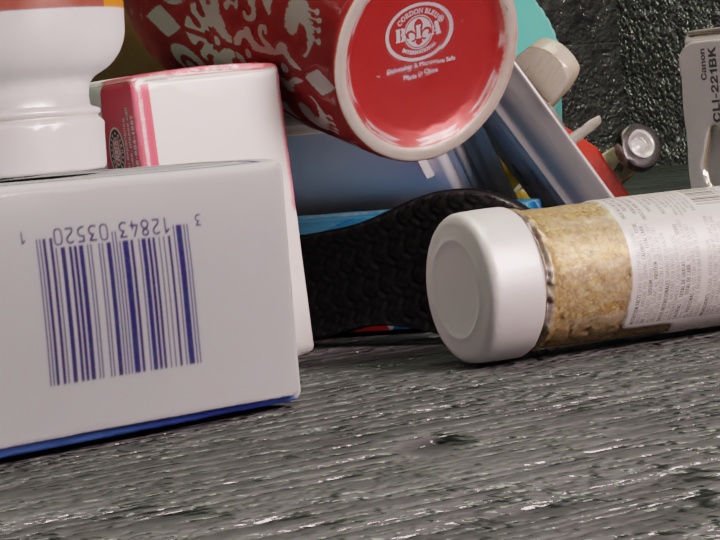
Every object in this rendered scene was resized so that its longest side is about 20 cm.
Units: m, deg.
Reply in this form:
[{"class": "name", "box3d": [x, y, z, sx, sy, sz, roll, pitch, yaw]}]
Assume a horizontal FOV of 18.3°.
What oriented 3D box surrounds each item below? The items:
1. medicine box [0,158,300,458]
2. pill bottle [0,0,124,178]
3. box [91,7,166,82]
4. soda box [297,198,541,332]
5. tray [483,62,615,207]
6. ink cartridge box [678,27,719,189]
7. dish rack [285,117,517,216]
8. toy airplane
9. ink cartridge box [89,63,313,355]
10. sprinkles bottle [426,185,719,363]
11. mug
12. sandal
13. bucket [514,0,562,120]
[{"class": "medicine box", "box3d": [-0.156, 0.014, 0.931, 0.181, 0.104, 0.199, -8, 4, -42]}, {"class": "pill bottle", "box3d": [-0.156, -0.139, 0.932, 0.111, 0.202, 0.112, -5, 4, 0]}, {"class": "box", "box3d": [-0.120, -0.138, 1.334, 0.163, 0.201, 0.021, 35, 16, 7]}, {"class": "soda box", "box3d": [0.000, 0.000, 1.234, 0.198, 0.065, 0.068, -4, 4, 21]}, {"class": "tray", "box3d": [0.101, -0.059, 1.244, 0.022, 0.201, 0.107, -38, 9, -6]}, {"class": "ink cartridge box", "box3d": [0.280, -0.068, 1.240, 0.199, 0.146, 0.083, -8, 5, -35]}, {"class": "dish rack", "box3d": [0.003, -0.036, 1.301, 0.170, 0.044, 0.200, -3, -36, 22]}, {"class": "toy airplane", "box3d": [0.075, -0.069, 1.402, 0.198, 0.201, 0.142, 10, 54, 34]}, {"class": "ink cartridge box", "box3d": [-0.108, -0.026, 1.140, 0.084, 0.147, 0.200, -10, 6, -28]}, {"class": "sprinkles bottle", "box3d": [0.131, -0.002, 1.040, 0.198, 0.069, 0.068, -7, 4, -25]}, {"class": "mug", "box3d": [-0.005, -0.151, 1.137, 0.178, 0.134, 0.200, -45, 37, -10]}, {"class": "sandal", "box3d": [0.024, -0.001, 1.149, 0.199, 0.076, 0.045, -6, 3, 34]}, {"class": "bucket", "box3d": [0.052, -0.115, 1.596, 0.205, 0.209, 0.135, -5, -23, -1]}]
